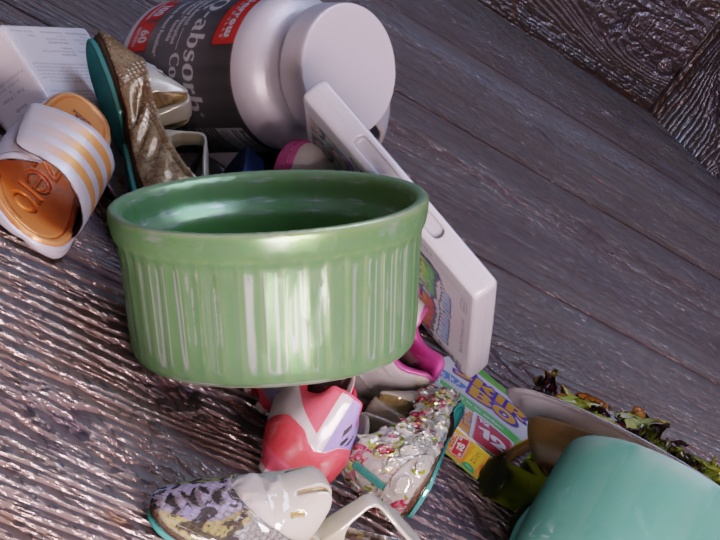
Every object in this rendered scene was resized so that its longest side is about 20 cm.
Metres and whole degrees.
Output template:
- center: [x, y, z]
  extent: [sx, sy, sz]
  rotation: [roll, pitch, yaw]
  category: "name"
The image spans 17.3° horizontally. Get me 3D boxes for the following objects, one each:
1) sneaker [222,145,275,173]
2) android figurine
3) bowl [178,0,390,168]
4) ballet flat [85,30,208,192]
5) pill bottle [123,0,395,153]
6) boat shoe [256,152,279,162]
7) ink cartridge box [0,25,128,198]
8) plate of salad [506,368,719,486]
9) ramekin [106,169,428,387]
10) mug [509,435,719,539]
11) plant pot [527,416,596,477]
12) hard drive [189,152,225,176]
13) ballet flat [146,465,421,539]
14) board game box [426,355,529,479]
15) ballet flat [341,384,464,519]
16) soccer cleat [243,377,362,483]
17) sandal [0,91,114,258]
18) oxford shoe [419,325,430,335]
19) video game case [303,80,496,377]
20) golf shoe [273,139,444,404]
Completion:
- center: [-0.068, -0.010, 1.640]
  extent: [0.078, 0.070, 0.201]
  rotation: [32, 33, -16]
  category: "sneaker"
- center: [0.178, 0.201, 1.710]
  extent: [0.199, 0.041, 0.182]
  rotation: [28, 16, -29]
  category: "android figurine"
- center: [-0.081, -0.160, 1.923]
  extent: [0.199, 0.075, 0.200]
  rotation: [34, -29, -19]
  category: "bowl"
- center: [-0.145, -0.096, 1.680]
  extent: [0.071, 0.065, 0.201]
  rotation: [93, -19, -53]
  category: "ballet flat"
- center: [-0.076, -0.145, 1.729]
  extent: [0.199, 0.117, 0.116]
  rotation: [2, -17, 46]
  category: "pill bottle"
- center: [-0.024, -0.031, 1.760]
  extent: [0.074, 0.063, 0.202]
  rotation: [22, 28, -52]
  category: "boat shoe"
- center: [-0.196, -0.089, 1.742]
  extent: [0.201, 0.050, 0.161]
  rotation: [58, 16, 5]
  category: "ink cartridge box"
- center: [0.195, 0.125, 1.665]
  extent: [0.199, 0.048, 0.200]
  rotation: [29, -8, 5]
  category: "plate of salad"
- center: [-0.055, 0.004, 1.461]
  extent: [0.198, 0.098, 0.200]
  rotation: [-2, 13, 0]
  category: "ramekin"
- center: [0.167, 0.199, 1.502]
  extent: [0.151, 0.115, 0.185]
  rotation: [30, -21, 5]
  category: "mug"
- center: [0.197, 0.161, 1.620]
  extent: [0.199, 0.028, 0.200]
  rotation: [30, -8, 5]
  category: "plant pot"
- center: [-0.054, 0.001, 1.762]
  extent: [0.200, 0.026, 0.132]
  rotation: [39, 18, -11]
  category: "hard drive"
- center: [-0.026, 0.145, 1.307]
  extent: [0.200, 0.072, 0.072]
  rotation: [28, 16, -33]
  category: "ballet flat"
- center: [0.084, 0.108, 1.809]
  extent: [0.095, 0.030, 0.200]
  rotation: [41, 11, 11]
  category: "board game box"
- center: [0.028, 0.109, 1.562]
  extent: [0.064, 0.076, 0.200]
  rotation: [30, 11, 3]
  category: "ballet flat"
- center: [-0.030, 0.076, 1.504]
  extent: [0.067, 0.077, 0.200]
  rotation: [34, 14, -13]
  category: "soccer cleat"
- center: [-0.199, -0.084, 1.576]
  extent: [0.079, 0.059, 0.207]
  rotation: [37, 27, -13]
  category: "sandal"
- center: [0.027, -0.003, 1.938]
  extent: [0.199, 0.071, 0.073]
  rotation: [31, 20, -27]
  category: "oxford shoe"
- center: [0.027, -0.024, 1.622]
  extent: [0.182, 0.024, 0.200]
  rotation: [50, -10, 14]
  category: "video game case"
- center: [0.000, 0.000, 1.610]
  extent: [0.075, 0.091, 0.201]
  rotation: [-50, 129, -48]
  category: "golf shoe"
